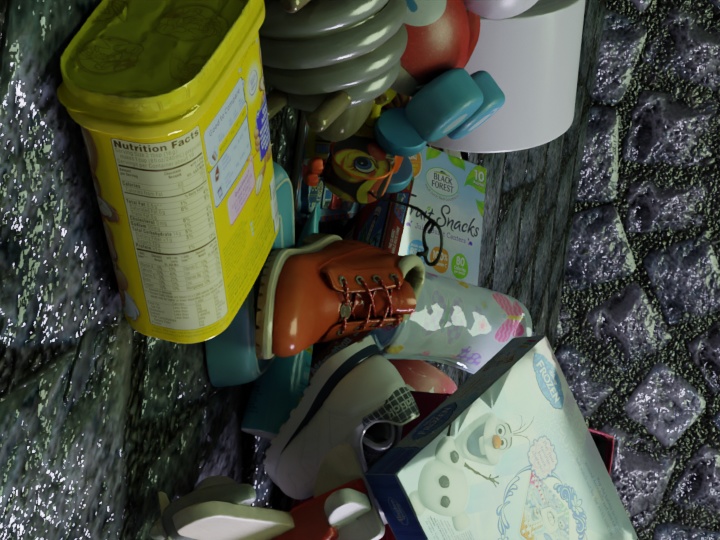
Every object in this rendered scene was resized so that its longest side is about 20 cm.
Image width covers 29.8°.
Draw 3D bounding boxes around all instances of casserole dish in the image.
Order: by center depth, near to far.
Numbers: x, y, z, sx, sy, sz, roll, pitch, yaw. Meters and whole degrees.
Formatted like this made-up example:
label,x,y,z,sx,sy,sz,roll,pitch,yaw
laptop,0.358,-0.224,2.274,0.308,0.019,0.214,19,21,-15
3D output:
label,x,y,z,sx,sy,sz,roll,pitch,yaw
casserole dish,-0.084,0.002,1.061,0.121,0.038,0.202,-58,153,-55

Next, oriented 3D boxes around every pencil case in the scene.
label,x,y,z,sx,sy,sz,roll,pitch,yaw
pencil case,0.077,0.052,1.301,0.199,0.083,0.092,16,88,-44

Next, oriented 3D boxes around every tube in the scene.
label,x,y,z,sx,sy,sz,roll,pitch,yaw
tube,-0.058,0.045,1.170,0.077,0.050,0.202,123,-21,-77

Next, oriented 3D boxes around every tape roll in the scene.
label,x,y,z,sx,sy,sz,roll,pitch,yaw
tape roll,0.119,-0.223,1.344,0.203,0.201,0.140,-58,153,-54

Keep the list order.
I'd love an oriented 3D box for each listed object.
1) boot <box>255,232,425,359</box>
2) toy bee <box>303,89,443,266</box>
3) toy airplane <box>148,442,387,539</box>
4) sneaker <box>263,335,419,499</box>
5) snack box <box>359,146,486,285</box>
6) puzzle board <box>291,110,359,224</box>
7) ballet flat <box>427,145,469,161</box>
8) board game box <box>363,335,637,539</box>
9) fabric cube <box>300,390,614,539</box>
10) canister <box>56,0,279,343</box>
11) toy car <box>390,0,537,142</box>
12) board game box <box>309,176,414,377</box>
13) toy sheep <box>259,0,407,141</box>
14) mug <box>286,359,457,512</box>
label,x,y,z,sx,sy,sz,roll,pitch,yaw
boot,-0.015,0.020,1.055,0.200,0.106,0.076,-42,140,-63
toy bee,0.004,-0.106,1.159,0.201,0.108,0.132,-110,-152,-54
toy airplane,-0.075,0.203,1.035,0.198,0.141,0.201,-23,144,-34
sneaker,-0.017,0.140,1.092,0.076,0.081,0.201,-32,160,-37
snack box,0.060,-0.021,1.383,0.142,0.053,0.202,15,76,-45
puzzle board,-0.020,-0.121,1.252,0.200,0.017,0.152,-16,115,-74
ballet flat,0.107,-0.163,1.565,0.201,0.067,0.069,78,-6,-54
board game box,0.118,0.188,1.069,0.199,0.043,0.201,-36,106,-37
fabric cube,0.076,0.219,1.198,0.195,0.199,0.202,16,79,-31
canister,-0.108,-0.072,0.834,0.201,0.086,0.149,87,20,-45
toy car,0.088,-0.238,1.097,0.200,0.185,0.177,-38,175,17
board game box,0.000,0.000,1.234,0.103,0.019,0.201,-45,-160,36
toy sheep,-0.030,-0.184,0.972,0.138,0.137,0.201,-62,151,-49
mug,0.023,0.194,1.336,0.134,0.176,0.201,79,30,-67
